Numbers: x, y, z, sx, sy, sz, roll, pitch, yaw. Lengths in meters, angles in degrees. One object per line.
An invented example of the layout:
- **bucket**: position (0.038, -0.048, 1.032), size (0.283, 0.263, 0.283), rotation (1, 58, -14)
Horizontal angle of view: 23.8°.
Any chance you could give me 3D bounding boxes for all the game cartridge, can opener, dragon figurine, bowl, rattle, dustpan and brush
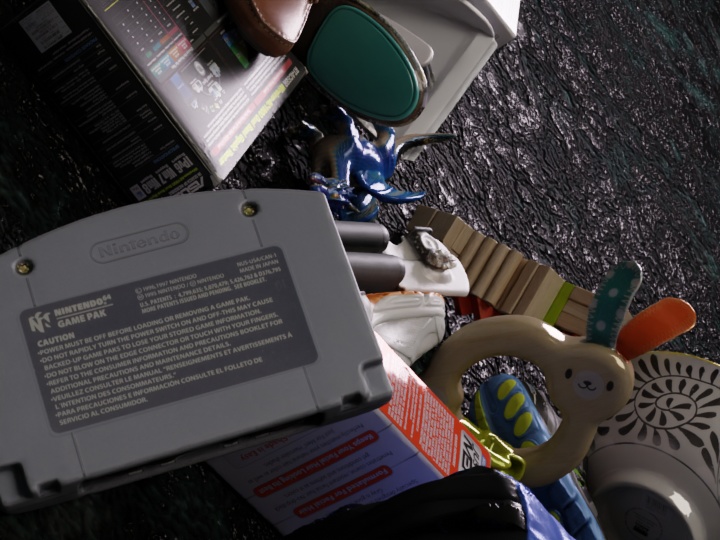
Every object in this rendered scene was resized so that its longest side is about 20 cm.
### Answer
- **game cartridge**: position (-0.097, 0.031, 0.853), size (0.042, 0.200, 0.133), rotation (104, -32, -62)
- **can opener**: position (0.000, 0.000, 1.171), size (0.200, 0.066, 0.053), rotation (6, 47, -49)
- **dragon figurine**: position (0.006, -0.065, 1.239), size (0.200, 0.059, 0.100), rotation (3, 63, -55)
- **bowl**: position (0.231, 0.170, 1.285), size (0.201, 0.201, 0.094), rotation (56, 46, -7)
- **rattle**: position (0.118, 0.085, 1.124), size (0.143, 0.200, 0.130), rotation (-12, 78, -64)
- **dustpan and brush**: position (-0.005, -0.195, 1.328), size (0.200, 0.140, 0.057), rotation (33, -19, 8)

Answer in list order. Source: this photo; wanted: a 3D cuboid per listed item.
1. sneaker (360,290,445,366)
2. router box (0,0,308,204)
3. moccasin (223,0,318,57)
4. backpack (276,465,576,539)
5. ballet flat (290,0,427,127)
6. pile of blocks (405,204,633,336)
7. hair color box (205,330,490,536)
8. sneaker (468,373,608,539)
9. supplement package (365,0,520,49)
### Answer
- **sneaker**: position (0.000, 0.061, 1.113), size (0.200, 0.076, 0.092), rotation (-1, 85, -64)
- **router box**: position (-0.123, -0.137, 1.083), size (0.150, 0.062, 0.200), rotation (53, 27, -13)
- **moccasin**: position (-0.039, -0.225, 1.141), size (0.074, 0.078, 0.202), rotation (45, 44, -28)
- **backpack**: position (0.036, 0.199, 0.869), size (0.168, 0.200, 0.163), rotation (42, 31, -32)
- **ballet flat**: position (-0.027, -0.170, 1.217), size (0.200, 0.072, 0.072), rotation (36, 22, 14)
- **pile of blocks**: position (0.117, 0.025, 1.313), size (0.200, 0.062, 0.082), rotation (29, -10, 12)
- **hair color box**: position (-0.028, 0.084, 0.974), size (0.200, 0.111, 0.064), rotation (48, 29, -24)
- **sneaker**: position (0.146, 0.166, 1.242), size (0.083, 0.071, 0.200), rotation (10, 52, -50)
- **supplement package**: position (0.027, -0.263, 1.410), size (0.200, 0.120, 0.121), rotation (48, 30, -24)
